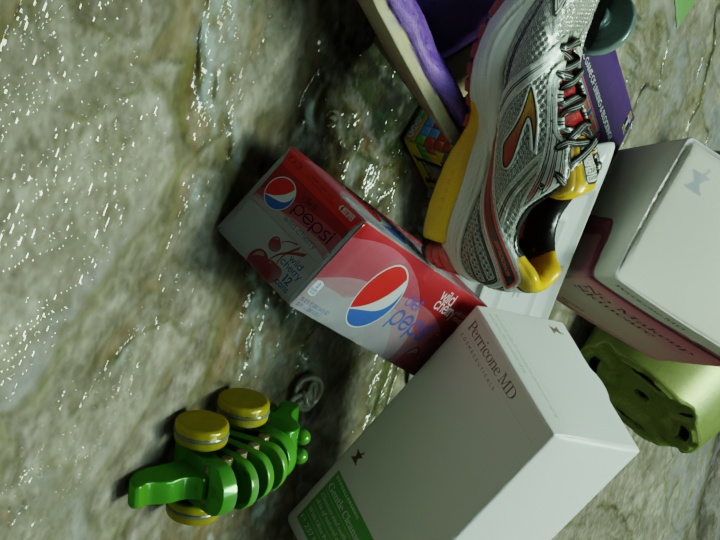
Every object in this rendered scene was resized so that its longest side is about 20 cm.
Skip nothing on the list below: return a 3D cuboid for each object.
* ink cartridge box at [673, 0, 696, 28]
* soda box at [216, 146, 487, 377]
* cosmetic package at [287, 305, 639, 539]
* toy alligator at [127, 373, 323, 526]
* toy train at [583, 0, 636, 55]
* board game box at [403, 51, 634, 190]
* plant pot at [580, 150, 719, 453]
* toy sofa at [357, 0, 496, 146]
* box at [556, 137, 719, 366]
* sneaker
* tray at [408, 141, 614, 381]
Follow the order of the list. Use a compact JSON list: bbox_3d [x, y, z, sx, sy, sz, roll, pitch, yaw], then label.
[{"bbox_3d":[0.243,-0.279,1.526,0.200,0.059,0.104,-53,149,-32],"label":"ink cartridge box"},{"bbox_3d":[0.000,0.000,1.209,0.063,0.070,0.200,-48,154,5],"label":"soda box"},{"bbox_3d":[0.059,0.129,1.279,0.085,0.108,0.200,12,127,-43],"label":"cosmetic package"},{"bbox_3d":[-0.056,0.101,1.203,0.200,0.054,0.059,-25,130,-56],"label":"toy alligator"},{"bbox_3d":[0.124,-0.215,1.273,0.085,0.114,0.200,43,67,-55],"label":"toy train"},{"bbox_3d":[0.111,-0.093,1.398,0.165,0.057,0.200,-61,153,-17],"label":"board game box"},{"bbox_3d":[0.280,0.040,1.702,0.190,0.200,0.200,-47,147,-20],"label":"plant pot"},{"bbox_3d":[0.037,-0.159,1.130,0.083,0.098,0.200,-36,149,0],"label":"toy sofa"},{"bbox_3d":[0.216,-0.009,1.466,0.109,0.128,0.200,-59,-169,-7],"label":"box"},{"bbox_3d":[0.102,-0.080,1.154,0.078,0.082,0.200,-17,128,-53],"label":"sneaker"},{"bbox_3d":[0.100,0.004,1.374,0.107,0.022,0.200,-16,143,-29],"label":"tray"}]
